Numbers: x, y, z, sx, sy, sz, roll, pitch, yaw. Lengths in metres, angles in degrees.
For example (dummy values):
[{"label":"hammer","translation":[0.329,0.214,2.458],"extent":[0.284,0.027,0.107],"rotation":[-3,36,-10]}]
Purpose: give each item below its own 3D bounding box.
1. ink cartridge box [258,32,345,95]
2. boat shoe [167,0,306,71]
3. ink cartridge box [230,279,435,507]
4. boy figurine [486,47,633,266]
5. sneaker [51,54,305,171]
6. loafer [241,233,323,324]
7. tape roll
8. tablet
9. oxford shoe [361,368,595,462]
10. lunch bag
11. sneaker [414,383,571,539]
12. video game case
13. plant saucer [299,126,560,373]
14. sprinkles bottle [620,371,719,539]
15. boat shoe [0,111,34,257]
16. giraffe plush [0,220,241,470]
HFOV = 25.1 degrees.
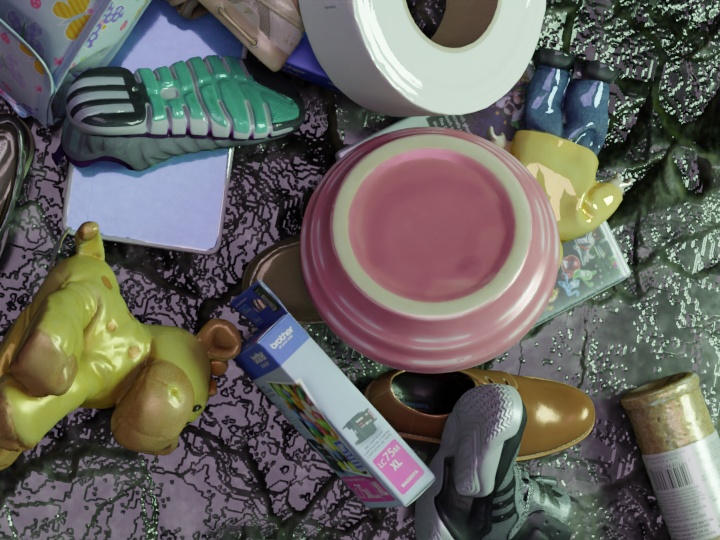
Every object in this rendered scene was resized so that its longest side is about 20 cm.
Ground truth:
[{"label":"ink cartridge box","translation":[-0.006,-0.249,1.311],"extent":[0.093,0.044,0.202],"rotation":[19,85,-5]},{"label":"boat shoe","translation":[-0.129,-0.229,1.268],"extent":[0.199,0.072,0.065],"rotation":[35,98,12]},{"label":"ink cartridge box","translation":[-0.034,0.100,1.252],"extent":[0.042,0.119,0.200],"rotation":[-40,93,-16]},{"label":"boy figurine","translation":[0.155,-0.071,1.294],"extent":[0.123,0.064,0.202],"rotation":[13,86,-4]},{"label":"sneaker","translation":[-0.144,-0.117,1.273],"extent":[0.198,0.088,0.075],"rotation":[-1,60,-29]},{"label":"loafer","translation":[0.000,0.000,1.275],"extent":[0.198,0.067,0.077],"rotation":[-10,90,6]},{"label":"tape roll","translation":[0.049,-0.220,1.253],"extent":[0.201,0.070,0.205],"rotation":[-3,95,-37]},{"label":"tablet","translation":[-0.163,-0.120,1.300],"extent":[0.129,0.014,0.202],"rotation":[8,87,-8]},{"label":"oxford shoe","translation":[0.103,0.110,1.289],"extent":[0.198,0.071,0.072],"rotation":[3,67,-17]},{"label":"lunch bag","translation":[-0.250,-0.226,1.218],"extent":[0.169,0.127,0.200],"rotation":[43,119,2]},{"label":"sneaker","translation":[0.117,0.162,1.258],"extent":[0.113,0.201,0.076],"rotation":[5,45,-16]},{"label":"video game case","translation":[0.101,-0.045,1.329],"extent":[0.181,0.023,0.202],"rotation":[-26,91,-8]},{"label":"plant saucer","translation":[0.052,-0.025,1.216],"extent":[0.198,0.051,0.203],"rotation":[0,65,0]},{"label":"sprinkles bottle","translation":[0.277,0.187,1.320],"extent":[0.068,0.068,0.202],"rotation":[-20,90,-8]},{"label":"boat shoe","translation":[-0.308,-0.030,1.248],"extent":[0.071,0.066,0.203],"rotation":[22,85,-7]},{"label":"giraffe plush","translation":[-0.188,0.079,1.233],"extent":[0.161,0.172,0.201],"rotation":[31,52,-16]}]
